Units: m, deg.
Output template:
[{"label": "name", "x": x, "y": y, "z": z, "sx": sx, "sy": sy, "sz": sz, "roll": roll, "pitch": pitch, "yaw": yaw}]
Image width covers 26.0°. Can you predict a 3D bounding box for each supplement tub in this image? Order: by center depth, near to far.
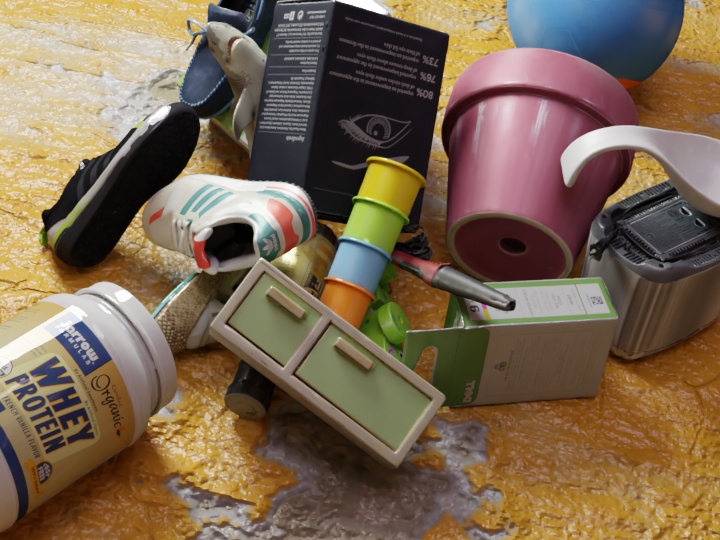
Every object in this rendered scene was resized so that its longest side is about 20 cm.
[{"label": "supplement tub", "x": -0.264, "y": 0.108, "z": 1.284, "sx": 0.144, "sy": 0.145, "sz": 0.200, "roll": 35, "pitch": 49, "yaw": 26}]

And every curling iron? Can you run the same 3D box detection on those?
[{"label": "curling iron", "x": 0.077, "y": -0.002, "z": 1.397, "sx": 0.049, "sy": 0.026, "sz": 0.200, "roll": -33, "pitch": 29, "yaw": -16}]

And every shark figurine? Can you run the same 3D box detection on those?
[{"label": "shark figurine", "x": -0.115, "y": -0.133, "z": 1.542, "sx": 0.127, "sy": 0.216, "sz": 0.089, "roll": -2, "pitch": 9, "yaw": -38}]

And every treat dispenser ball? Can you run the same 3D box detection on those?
[{"label": "treat dispenser ball", "x": 0.266, "y": -0.298, "z": 1.766, "sx": 0.199, "sy": 0.202, "sz": 0.202, "roll": 5, "pitch": 43, "yaw": -4}]

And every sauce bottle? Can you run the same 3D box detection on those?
[{"label": "sauce bottle", "x": -0.074, "y": 0.044, "z": 1.433, "sx": 0.066, "sy": 0.066, "sz": 0.201, "roll": 15, "pitch": 57, "yaw": 7}]

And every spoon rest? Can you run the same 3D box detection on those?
[{"label": "spoon rest", "x": 0.291, "y": -0.096, "z": 1.455, "sx": 0.198, "sy": 0.061, "sz": 0.100, "roll": 7, "pitch": 46, "yaw": -12}]

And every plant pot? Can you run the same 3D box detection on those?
[{"label": "plant pot", "x": 0.165, "y": -0.089, "z": 1.549, "sx": 0.198, "sy": 0.200, "sz": 0.180, "roll": 15, "pitch": 58, "yaw": 6}]

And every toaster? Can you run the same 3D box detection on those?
[{"label": "toaster", "x": 0.288, "y": 0.000, "z": 1.503, "sx": 0.199, "sy": 0.130, "sz": 0.114, "roll": -24, "pitch": 51, "yaw": -31}]

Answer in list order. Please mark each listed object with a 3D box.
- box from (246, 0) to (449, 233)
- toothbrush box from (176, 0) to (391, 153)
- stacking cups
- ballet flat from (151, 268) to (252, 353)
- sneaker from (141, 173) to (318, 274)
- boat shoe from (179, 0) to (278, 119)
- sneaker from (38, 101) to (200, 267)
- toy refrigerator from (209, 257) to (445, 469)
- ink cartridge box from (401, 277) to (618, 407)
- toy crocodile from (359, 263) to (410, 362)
[{"label": "box", "x": -0.013, "y": -0.146, "z": 1.498, "sx": 0.147, "sy": 0.202, "sz": 0.104, "roll": 11, "pitch": 0, "yaw": -37}, {"label": "toothbrush box", "x": -0.069, "y": -0.214, "z": 1.634, "sx": 0.145, "sy": 0.086, "sz": 0.200, "roll": 40, "pitch": 88, "yaw": 30}, {"label": "stacking cups", "x": 0.000, "y": 0.000, "z": 1.422, "sx": 0.060, "sy": 0.061, "sz": 0.201, "roll": 18, "pitch": 81, "yaw": 10}, {"label": "ballet flat", "x": -0.133, "y": 0.025, "z": 1.455, "sx": 0.065, "sy": 0.071, "sz": 0.200, "roll": 31, "pitch": 49, "yaw": 8}, {"label": "sneaker", "x": -0.139, "y": -0.038, "z": 1.413, "sx": 0.199, "sy": 0.071, "sz": 0.093, "roll": 3, "pitch": 26, "yaw": 35}, {"label": "boat shoe", "x": -0.136, "y": -0.254, "z": 1.589, "sx": 0.084, "sy": 0.069, "sz": 0.201, "roll": 17, "pitch": 78, "yaw": 28}, {"label": "sneaker", "x": -0.241, "y": -0.095, "z": 1.495, "sx": 0.200, "sy": 0.072, "sz": 0.083, "roll": -48, "pitch": 55, "yaw": 4}, {"label": "toy refrigerator", "x": -0.029, "y": 0.081, "z": 1.343, "sx": 0.200, "sy": 0.070, "sz": 0.076, "roll": 37, "pitch": 80, "yaw": 1}, {"label": "ink cartridge box", "x": 0.126, "y": 0.067, "z": 1.423, "sx": 0.198, "sy": 0.104, "sz": 0.060, "roll": -4, "pitch": 43, "yaw": -13}, {"label": "toy crocodile", "x": 0.012, "y": 0.040, "z": 1.470, "sx": 0.067, "sy": 0.062, "sz": 0.201, "roll": -30, "pitch": 42, "yaw": 19}]
